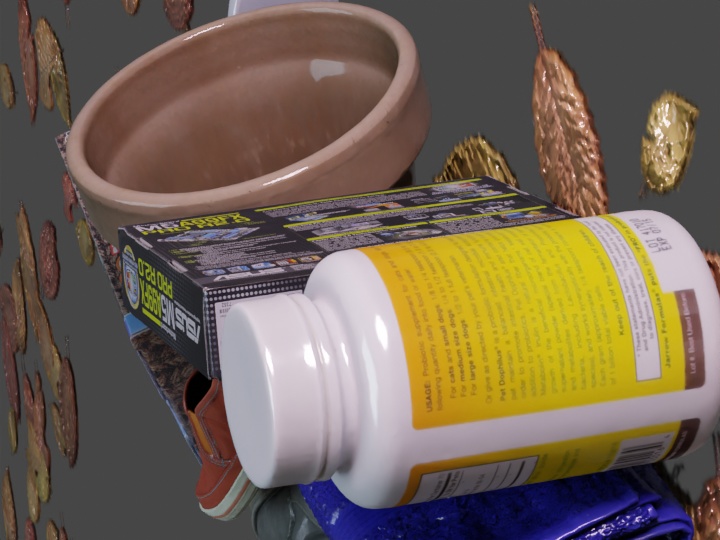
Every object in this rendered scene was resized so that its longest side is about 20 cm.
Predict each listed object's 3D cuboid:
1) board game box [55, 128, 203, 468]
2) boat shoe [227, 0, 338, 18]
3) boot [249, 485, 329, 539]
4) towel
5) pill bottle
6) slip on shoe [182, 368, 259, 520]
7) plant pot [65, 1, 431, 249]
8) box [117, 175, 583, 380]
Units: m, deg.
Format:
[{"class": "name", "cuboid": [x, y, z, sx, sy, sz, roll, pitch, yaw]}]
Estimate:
[{"class": "board game box", "cuboid": [-0.099, 0.008, 1.639, 0.160, 0.096, 0.200, 66, 179, -45]}, {"class": "boat shoe", "cuboid": [-0.048, -0.112, 1.579, 0.066, 0.070, 0.201, -134, 32, -60]}, {"class": "boot", "cuboid": [-0.022, 0.201, 1.408, 0.182, 0.072, 0.201, 103, 164, -65]}, {"class": "towel", "cuboid": [0.049, 0.089, 1.207, 0.200, 0.147, 0.050, -125, 16, -58]}, {"class": "pill bottle", "cuboid": [0.046, 0.039, 1.105, 0.109, 0.199, 0.110, 172, 90, -72]}, {"class": "slip on shoe", "cuboid": [-0.062, 0.071, 1.369, 0.074, 0.061, 0.200, -60, -4, -28]}, {"class": "plant pot", "cuboid": [-0.043, -0.025, 1.433, 0.200, 0.199, 0.175, -125, 15, -56]}, {"class": "box", "cuboid": [0.000, 0.000, 1.237, 0.160, 0.199, 0.045, -152, 56, -68]}]
